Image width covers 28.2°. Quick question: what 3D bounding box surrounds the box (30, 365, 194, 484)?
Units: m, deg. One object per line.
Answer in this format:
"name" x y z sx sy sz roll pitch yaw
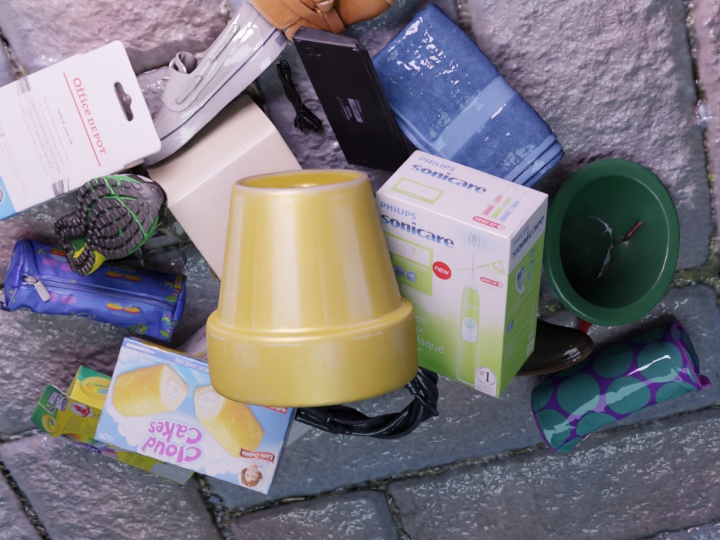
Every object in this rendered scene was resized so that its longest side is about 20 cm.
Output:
"box" -0.273 0.176 1.645 0.198 0.049 0.117 21 145 -14

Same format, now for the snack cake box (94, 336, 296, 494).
"snack cake box" -0.174 0.156 1.548 0.198 0.067 0.116 17 88 2

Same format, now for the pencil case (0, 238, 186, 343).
"pencil case" -0.283 0.023 1.528 0.198 0.087 0.079 13 93 -16

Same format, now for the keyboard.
"keyboard" -0.023 -0.166 1.393 0.126 0.021 0.201 13 152 25

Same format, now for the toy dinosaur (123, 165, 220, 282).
"toy dinosaur" -0.219 -0.052 1.502 0.088 0.048 0.200 -33 120 16

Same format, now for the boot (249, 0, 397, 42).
"boot" -0.047 -0.296 1.302 0.154 0.074 0.200 -30 123 23

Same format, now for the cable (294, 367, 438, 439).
"cable" 0.004 0.119 1.608 0.198 0.051 0.164 21 118 -17

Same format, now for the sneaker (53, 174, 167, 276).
"sneaker" -0.230 -0.057 1.385 0.199 0.085 0.079 -18 100 60

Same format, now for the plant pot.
"plant pot" -0.048 0.008 1.331 0.198 0.201 0.191 -3 101 -3

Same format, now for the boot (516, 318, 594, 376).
"boot" 0.154 0.056 1.568 0.198 0.075 0.098 0 127 35

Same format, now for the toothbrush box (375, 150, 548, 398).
"toothbrush box" 0.095 0.004 1.398 0.144 0.086 0.202 21 133 24

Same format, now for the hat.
"hat" 0.238 -0.020 1.585 0.164 0.176 0.202 14 87 -18

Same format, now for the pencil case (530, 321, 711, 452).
"pencil case" 0.301 0.139 1.676 0.199 0.085 0.093 -27 111 16

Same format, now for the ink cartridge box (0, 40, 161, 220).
"ink cartridge box" -0.288 -0.134 1.380 0.198 0.067 0.117 -20 94 11

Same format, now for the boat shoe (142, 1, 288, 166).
"boat shoe" -0.159 -0.181 1.386 0.199 0.072 0.066 -36 109 28

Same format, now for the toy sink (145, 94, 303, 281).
"toy sink" -0.104 -0.052 1.448 0.130 0.112 0.201 -36 123 -2

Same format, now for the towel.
"towel" 0.097 -0.153 1.387 0.112 0.049 0.200 -42 91 23

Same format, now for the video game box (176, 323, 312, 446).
"video game box" -0.114 0.120 1.648 0.199 0.047 0.182 -38 125 23
